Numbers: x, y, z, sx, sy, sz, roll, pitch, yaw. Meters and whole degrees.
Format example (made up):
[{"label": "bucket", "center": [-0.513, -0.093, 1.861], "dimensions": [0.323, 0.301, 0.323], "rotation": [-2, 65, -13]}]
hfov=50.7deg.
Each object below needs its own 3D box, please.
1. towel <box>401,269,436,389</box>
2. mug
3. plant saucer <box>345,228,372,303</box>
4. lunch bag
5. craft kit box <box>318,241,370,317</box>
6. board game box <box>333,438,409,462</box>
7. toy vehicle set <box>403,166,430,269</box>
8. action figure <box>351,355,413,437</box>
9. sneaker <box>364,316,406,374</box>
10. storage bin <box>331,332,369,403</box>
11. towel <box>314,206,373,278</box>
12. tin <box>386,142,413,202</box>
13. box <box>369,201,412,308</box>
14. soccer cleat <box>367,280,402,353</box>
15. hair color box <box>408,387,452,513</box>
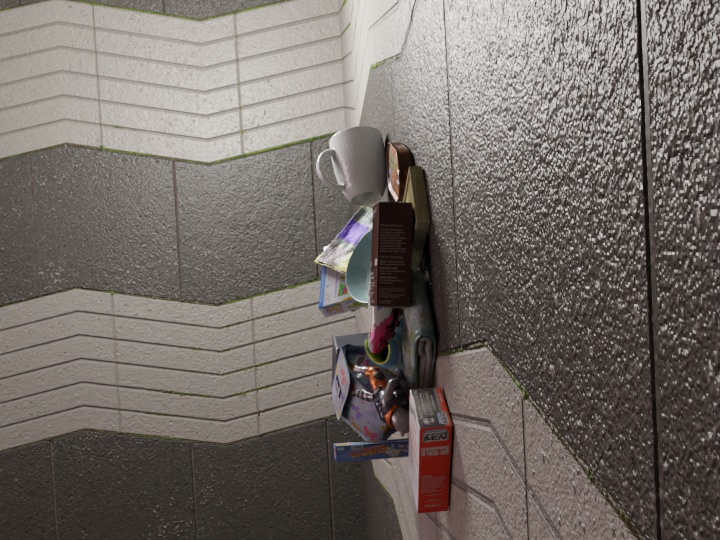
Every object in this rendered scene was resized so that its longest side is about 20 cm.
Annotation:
[{"label": "towel", "center": [0.112, 0.129, 1.518], "dimensions": [0.202, 0.047, 0.172], "rotation": [91, 173, -45]}, {"label": "mug", "center": [-0.022, -0.271, 2.021], "dimensions": [0.148, 0.197, 0.178], "rotation": [136, 127, -61]}, {"label": "plant saucer", "center": [0.051, -0.014, 1.701], "dimensions": [0.039, 0.200, 0.203], "rotation": [32, -142, -39]}, {"label": "lunch bag", "center": [0.012, 0.286, 1.757], "dimensions": [0.200, 0.127, 0.171], "rotation": [41, 139, 21]}, {"label": "craft kit box", "center": [0.000, 0.000, 1.805], "dimensions": [0.049, 0.195, 0.202], "rotation": [51, -150, -40]}, {"label": "board game box", "center": [0.042, 0.387, 1.645], "dimensions": [0.135, 0.197, 0.035], "rotation": [112, 154, -79]}, {"label": "toy vehicle set", "center": [0.108, -0.102, 1.531], "dimensions": [0.201, 0.026, 0.126], "rotation": [96, 170, -64]}, {"label": "action figure", "center": [0.063, 0.277, 1.523], "dimensions": [0.202, 0.104, 0.193], "rotation": [66, 169, -24]}, {"label": "sneaker", "center": [0.057, 0.130, 1.692], "dimensions": [0.130, 0.079, 0.202], "rotation": [25, -138, -48]}, {"label": "storage bin", "center": [-0.005, 0.245, 1.913], "dimensions": [0.146, 0.132, 0.203], "rotation": [-111, 22, -68]}, {"label": "towel", "center": [-0.008, -0.070, 1.828], "dimensions": [0.143, 0.200, 0.023], "rotation": [27, 159, 46]}, {"label": "tin", "center": [0.086, -0.219, 1.668], "dimensions": [0.200, 0.041, 0.113], "rotation": [-106, 9, -70]}, {"label": "box", "center": [0.059, -0.029, 1.483], "dimensions": [0.100, 0.074, 0.203], "rotation": [160, 113, -84]}, {"label": "soccer cleat", "center": [0.046, 0.070, 1.589], "dimensions": [0.070, 0.086, 0.202], "rotation": [-2, -65, -63]}, {"label": "hair color box", "center": [0.126, 0.329, 1.392], "dimensions": [0.111, 0.063, 0.202], "rotation": [-101, 8, -60]}]
